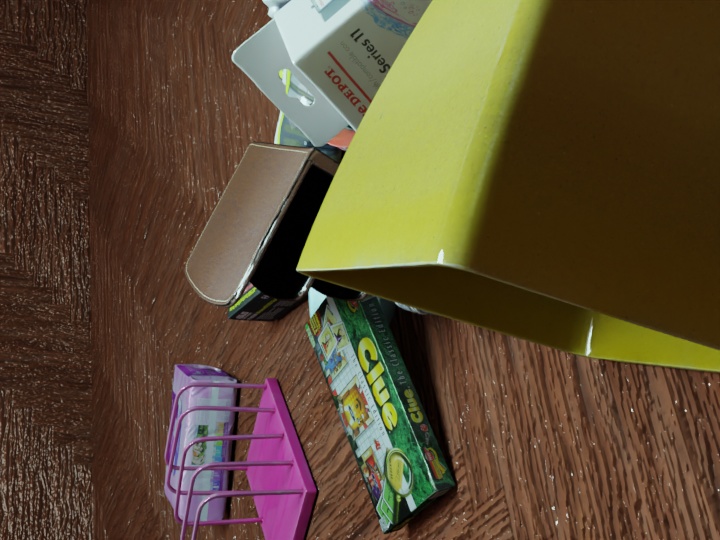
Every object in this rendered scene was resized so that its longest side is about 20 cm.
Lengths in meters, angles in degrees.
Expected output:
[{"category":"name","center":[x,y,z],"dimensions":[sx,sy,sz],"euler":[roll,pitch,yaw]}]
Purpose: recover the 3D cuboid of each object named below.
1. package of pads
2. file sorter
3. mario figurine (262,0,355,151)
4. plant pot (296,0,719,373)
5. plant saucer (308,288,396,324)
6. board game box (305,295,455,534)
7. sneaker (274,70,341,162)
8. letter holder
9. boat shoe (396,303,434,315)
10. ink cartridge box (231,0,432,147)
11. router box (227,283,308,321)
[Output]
[{"category":"package of pads","center":[-0.221,0.234,1.488],"dimensions":[0.120,0.075,0.202],"euler":[-166,80,-67]},{"category":"file sorter","center":[-0.145,0.236,1.222],"dimensions":[0.200,0.124,0.140],"euler":[-119,38,-54]},{"category":"mario figurine","center":[-0.010,-0.165,0.828],"dimensions":[0.201,0.105,0.124],"euler":[90,161,-48]},{"category":"plant pot","center":[0.107,-0.059,0.549],"dimensions":[0.200,0.198,0.178],"euler":[179,106,-69]},{"category":"plant saucer","center":[0.000,0.000,1.005],"dimensions":[0.201,0.038,0.203],"euler":[-176,90,-69]},{"category":"board game box","center":[0.011,0.108,0.909],"dimensions":[0.105,0.023,0.201],"euler":[-51,54,48]},{"category":"sneaker","center":[-0.045,-0.166,1.108],"dimensions":[0.081,0.073,0.202],"euler":[142,127,-58]},{"category":"letter holder","center":[-0.062,-0.019,0.901],"dimensions":[0.143,0.100,0.200],"euler":[-60,20,-3]},{"category":"boat shoe","center":[0.077,-0.065,0.784],"dimensions":[0.067,0.072,0.202],"euler":[10,81,35]},{"category":"ink cartridge box","center":[0.025,-0.155,0.728],"dimensions":[0.199,0.117,0.068],"euler":[-36,43,14]},{"category":"router box","center":[-0.098,-0.036,1.231],"dimensions":[0.200,0.062,0.151],"euler":[146,126,-64]}]
